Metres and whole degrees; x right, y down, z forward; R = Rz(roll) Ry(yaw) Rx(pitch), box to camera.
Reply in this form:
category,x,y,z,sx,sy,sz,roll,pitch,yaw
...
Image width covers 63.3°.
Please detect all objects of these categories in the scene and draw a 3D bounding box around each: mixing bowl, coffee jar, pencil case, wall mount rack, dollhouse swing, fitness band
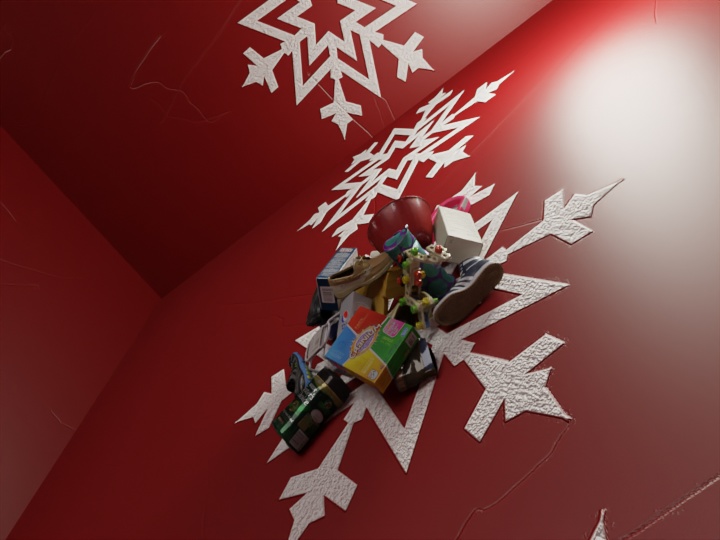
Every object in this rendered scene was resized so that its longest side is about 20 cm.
category,x,y,z,sx,sy,sz,roll,pitch,yaw
mixing bowl,0.124,-0.091,1.608,0.197,0.200,0.110,-35,52,12
coffee jar,-0.117,0.333,1.419,0.200,0.086,0.104,-45,22,-13
pencil case,0.151,-0.017,1.479,0.084,0.200,0.093,-34,18,39
wall mount rack,-0.086,0.179,1.590,0.200,0.072,0.179,133,151,-56
dollhouse swing,0.066,0.091,1.608,0.177,0.183,0.197,-12,3,-35
fitness band,0.266,-0.162,1.800,0.142,0.038,0.202,-21,28,48

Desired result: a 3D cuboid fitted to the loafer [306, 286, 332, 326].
category,x,y,z,sx,sy,sz,roll,pitch,yaw
loafer,-0.117,0.080,1.720,0.071,0.073,0.203,-23,31,28

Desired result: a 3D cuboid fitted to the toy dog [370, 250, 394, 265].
category,x,y,z,sx,sy,sz,roll,pitch,yaw
toy dog,0.060,-0.028,1.801,0.129,0.097,0.202,-25,26,34

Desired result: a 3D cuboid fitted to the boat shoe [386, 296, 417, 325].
category,x,y,z,sx,sy,sz,roll,pitch,yaw
boat shoe,0.078,0.141,1.453,0.065,0.075,0.202,-7,39,47

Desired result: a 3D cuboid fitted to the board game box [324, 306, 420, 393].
category,x,y,z,sx,sy,sz,roll,pitch,yaw
board game box,0.024,0.175,1.337,0.197,0.041,0.155,15,63,51

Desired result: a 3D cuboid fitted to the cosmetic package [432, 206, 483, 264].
category,x,y,z,sx,sy,sz,roll,pitch,yaw
cosmetic package,0.256,-0.093,1.562,0.202,0.101,0.073,-86,11,-63

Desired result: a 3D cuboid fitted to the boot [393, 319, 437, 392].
category,x,y,z,sx,sy,sz,roll,pitch,yaw
boot,0.128,0.181,1.331,0.094,0.076,0.204,-21,37,20

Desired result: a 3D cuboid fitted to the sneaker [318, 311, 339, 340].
category,x,y,z,sx,sy,sz,roll,pitch,yaw
sneaker,-0.039,0.105,1.736,0.114,0.081,0.201,-17,30,50

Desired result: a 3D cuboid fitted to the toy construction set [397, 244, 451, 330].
category,x,y,z,sx,sy,sz,roll,pitch,yaw
toy construction set,0.142,0.024,1.375,0.089,0.206,0.132,-2,32,-27

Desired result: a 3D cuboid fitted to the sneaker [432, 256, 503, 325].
category,x,y,z,sx,sy,sz,roll,pitch,yaw
sneaker,0.241,0.044,1.388,0.198,0.071,0.109,-40,21,-2

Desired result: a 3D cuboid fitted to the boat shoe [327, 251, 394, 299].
category,x,y,z,sx,sy,sz,roll,pitch,yaw
boat shoe,0.000,0.000,1.526,0.197,0.067,0.075,-33,21,13

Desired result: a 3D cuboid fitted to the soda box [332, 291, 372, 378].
category,x,y,z,sx,sy,sz,roll,pitch,yaw
soda box,-0.019,0.162,1.487,0.068,0.062,0.206,-39,35,46

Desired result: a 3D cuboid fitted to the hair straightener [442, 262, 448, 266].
category,x,y,z,sx,sy,sz,roll,pitch,yaw
hair straightener,0.182,-0.007,1.637,0.199,0.041,0.078,-43,29,11

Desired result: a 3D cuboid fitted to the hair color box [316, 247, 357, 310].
category,x,y,z,sx,sy,sz,roll,pitch,yaw
hair color box,-0.061,0.022,1.687,0.058,0.103,0.201,2,26,20

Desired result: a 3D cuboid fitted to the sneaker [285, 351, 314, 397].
category,x,y,z,sx,sy,sz,roll,pitch,yaw
sneaker,-0.177,0.292,1.622,0.082,0.072,0.200,-36,23,-4
